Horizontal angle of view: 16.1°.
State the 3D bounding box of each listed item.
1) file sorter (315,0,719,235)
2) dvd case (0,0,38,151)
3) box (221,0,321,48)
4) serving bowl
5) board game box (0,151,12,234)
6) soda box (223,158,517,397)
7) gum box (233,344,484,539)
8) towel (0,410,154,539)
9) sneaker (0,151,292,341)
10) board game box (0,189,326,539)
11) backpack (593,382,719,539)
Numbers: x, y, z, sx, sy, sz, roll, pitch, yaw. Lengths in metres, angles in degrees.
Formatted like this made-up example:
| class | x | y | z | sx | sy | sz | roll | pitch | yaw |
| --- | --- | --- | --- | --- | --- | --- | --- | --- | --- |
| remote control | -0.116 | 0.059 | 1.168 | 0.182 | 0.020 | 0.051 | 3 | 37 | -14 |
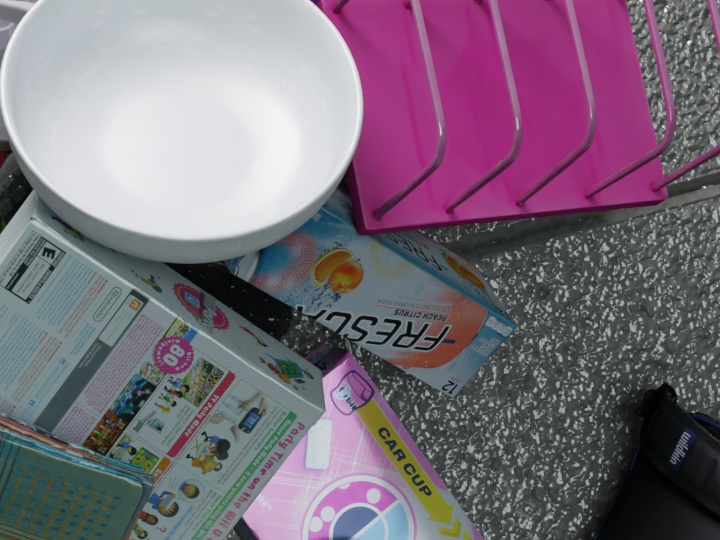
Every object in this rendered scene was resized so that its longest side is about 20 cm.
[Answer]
| class | x | y | z | sx | sy | sz | roll | pitch | yaw |
| --- | --- | --- | --- | --- | --- | --- | --- | --- | --- |
| file sorter | 0.098 | -0.113 | 1.442 | 0.199 | 0.125 | 0.140 | -6 | 77 | -23 |
| dvd case | -0.181 | -0.137 | 1.481 | 0.198 | 0.016 | 0.150 | 0 | 65 | -18 |
| box | -0.010 | -0.230 | 1.467 | 0.142 | 0.036 | 0.201 | -5 | 115 | -19 |
| serving bowl | -0.100 | -0.080 | 1.407 | 0.198 | 0.066 | 0.201 | 4 | 55 | -5 |
| board game box | -0.227 | 0.003 | 1.485 | 0.101 | 0.048 | 0.202 | -7 | 94 | -18 |
| soda box | 0.000 | 0.000 | 1.507 | 0.199 | 0.069 | 0.064 | 30 | 108 | -39 |
| gum box | -0.002 | 0.160 | 1.554 | 0.113 | 0.066 | 0.201 | -38 | 103 | -12 |
| towel | -0.212 | 0.151 | 1.427 | 0.146 | 0.201 | 0.022 | 23 | 42 | -7 |
| sneaker | -0.132 | -0.023 | 1.493 | 0.199 | 0.088 | 0.076 | 33 | 114 | -30 |
| board game box | -0.141 | 0.070 | 1.432 | 0.199 | 0.064 | 0.148 | 35 | 105 | -15 |
| backpack | 0.240 | 0.193 | 1.574 | 0.154 | 0.190 | 0.201 | 25 | 83 | -34 |
